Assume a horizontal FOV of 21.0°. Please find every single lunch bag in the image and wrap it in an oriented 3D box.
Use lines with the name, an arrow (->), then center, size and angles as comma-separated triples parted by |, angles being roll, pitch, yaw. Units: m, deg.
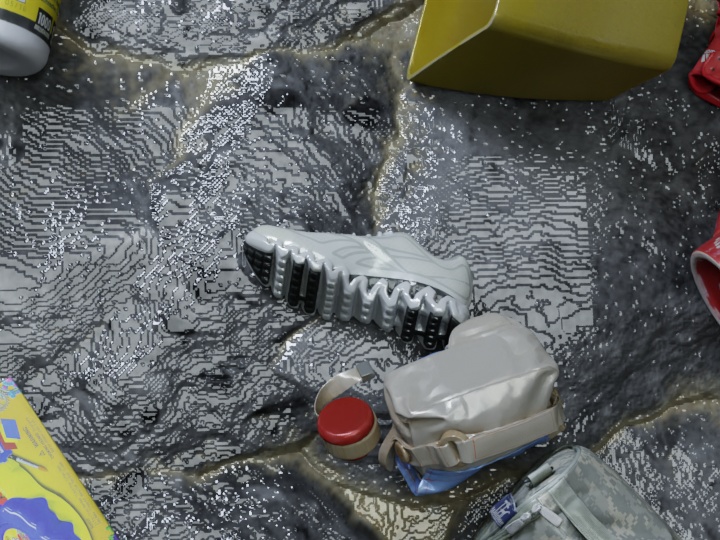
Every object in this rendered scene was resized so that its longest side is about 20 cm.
lunch bag -> 0.193, 0.237, 1.555 | 0.200, 0.168, 0.139 | 45, 76, 2

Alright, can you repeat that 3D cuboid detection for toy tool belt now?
toy tool belt -> 0.070, 0.131, 1.583 | 0.200, 0.123, 0.125 | -22, 43, -7

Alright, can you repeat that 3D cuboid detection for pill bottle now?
pill bottle -> -0.295, -0.271, 1.611 | 0.112, 0.112, 0.200 | 12, 78, -6

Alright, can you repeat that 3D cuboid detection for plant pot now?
plant pot -> 0.173, -0.244, 1.642 | 0.176, 0.200, 0.200 | 19, 77, -15

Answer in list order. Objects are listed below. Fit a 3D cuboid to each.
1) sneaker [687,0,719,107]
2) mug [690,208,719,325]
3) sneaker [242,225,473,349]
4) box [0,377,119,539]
sneaker -> 0.330, -0.225, 1.712 | 0.115, 0.078, 0.200 | -24, 82, -13
mug -> 0.383, -0.033, 1.673 | 0.200, 0.134, 0.178 | -32, 48, -8
sneaker -> 0.000, 0.000, 1.631 | 0.200, 0.075, 0.081 | 19, 57, -2
box -> -0.295, 0.224, 1.512 | 0.193, 0.122, 0.200 | -34, 86, -12
